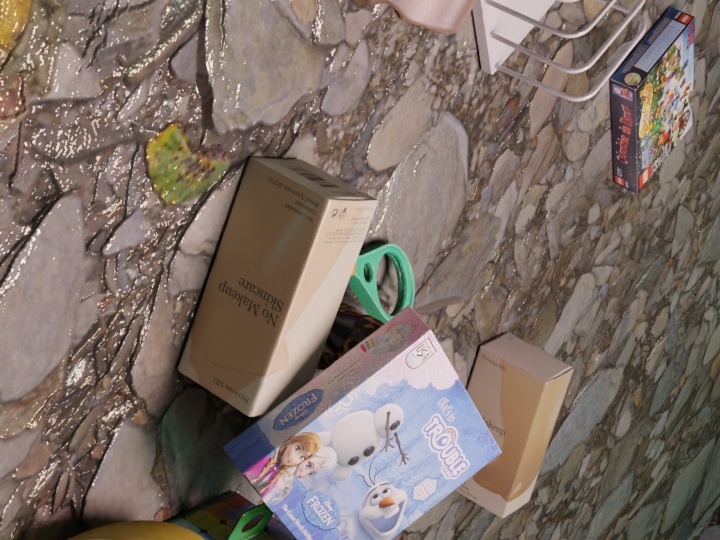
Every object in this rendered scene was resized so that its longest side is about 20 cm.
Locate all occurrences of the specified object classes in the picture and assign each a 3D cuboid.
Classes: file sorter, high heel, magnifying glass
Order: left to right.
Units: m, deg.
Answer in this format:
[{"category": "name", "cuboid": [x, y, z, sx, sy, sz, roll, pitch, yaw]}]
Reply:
[{"category": "magnifying glass", "cuboid": [0.000, 0.000, 1.436, 0.200, 0.022, 0.080, 25, 66, -56]}, {"category": "high heel", "cuboid": [0.008, 0.080, 1.414, 0.072, 0.142, 0.200, -61, 153, -5]}, {"category": "file sorter", "cuboid": [0.191, -0.279, 1.421, 0.139, 0.124, 0.200, -49, 151, -21]}]

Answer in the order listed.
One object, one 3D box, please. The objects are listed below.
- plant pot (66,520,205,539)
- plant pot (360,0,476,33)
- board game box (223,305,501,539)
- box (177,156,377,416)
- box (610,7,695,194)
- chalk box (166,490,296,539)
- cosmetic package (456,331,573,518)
[{"category": "plant pot", "cuboid": [-0.179, 0.290, 1.266, 0.142, 0.199, 0.201, -45, 155, -70]}, {"category": "plant pot", "cuboid": [0.050, -0.296, 1.107, 0.200, 0.200, 0.199, -4, 126, -58]}, {"category": "board game box", "cuboid": [0.008, 0.157, 1.319, 0.199, 0.043, 0.200, -38, 135, -6]}, {"category": "box", "cuboid": [-0.071, 0.013, 1.273, 0.078, 0.095, 0.201, -4, 117, -57]}, {"category": "box", "cuboid": [0.365, -0.209, 1.875, 0.137, 0.038, 0.200, -50, 150, -22]}, {"category": "chalk box", "cuboid": [-0.125, 0.296, 1.409, 0.124, 0.123, 0.201, -14, 125, -54]}, {"category": "cosmetic package", "cuboid": [0.178, 0.190, 1.851, 0.071, 0.105, 0.201, -21, 131, -51]}]
